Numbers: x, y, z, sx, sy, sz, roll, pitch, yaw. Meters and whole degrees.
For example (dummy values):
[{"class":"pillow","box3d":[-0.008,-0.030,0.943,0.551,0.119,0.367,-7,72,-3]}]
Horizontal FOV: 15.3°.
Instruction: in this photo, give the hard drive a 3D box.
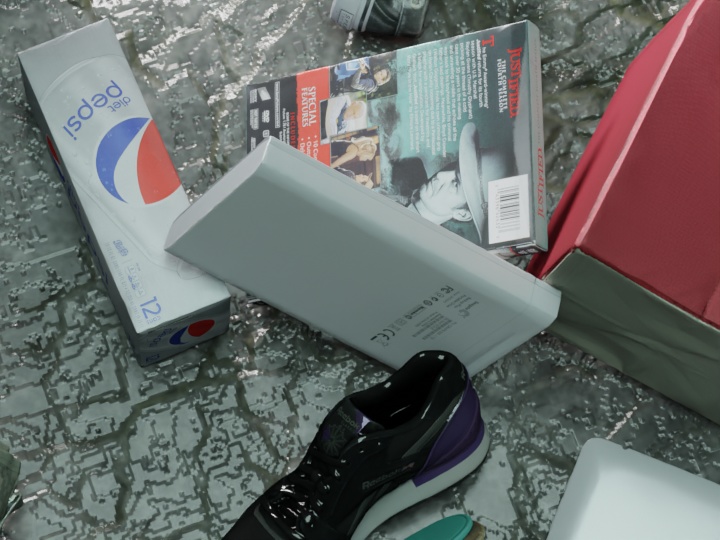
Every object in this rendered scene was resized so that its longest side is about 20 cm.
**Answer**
[{"class":"hard drive","box3d":[0.000,0.000,1.570,0.199,0.132,0.027,27,57,-18]}]

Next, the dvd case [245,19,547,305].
[{"class":"dvd case","box3d":[0.019,-0.064,1.636,0.199,0.022,0.147,-12,68,28]}]

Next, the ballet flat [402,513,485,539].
[{"class":"ballet flat","box3d":[-0.004,0.218,1.576,0.199,0.070,0.066,-30,102,-9]}]

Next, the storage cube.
[{"class":"storage cube","box3d":[0.215,-0.029,1.592,0.170,0.200,0.180,29,73,-3]}]

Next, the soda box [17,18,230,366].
[{"class":"soda box","box3d":[-0.145,-0.048,1.650,0.063,0.068,0.201,-21,73,-10]}]

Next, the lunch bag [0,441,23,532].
[{"class":"lunch bag","box3d":[-0.308,0.152,1.550,0.199,0.118,0.165,19,70,-2]}]

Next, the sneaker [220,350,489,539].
[{"class":"sneaker","box3d":[-0.017,0.117,1.579,0.200,0.088,0.076,-37,51,-17]}]

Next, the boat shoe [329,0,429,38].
[{"class":"boat shoe","box3d":[0.038,-0.241,1.732,0.071,0.072,0.201,18,81,-6]}]

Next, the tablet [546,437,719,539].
[{"class":"tablet","box3d":[0.161,0.211,1.604,0.129,0.014,0.201,22,71,5]}]
